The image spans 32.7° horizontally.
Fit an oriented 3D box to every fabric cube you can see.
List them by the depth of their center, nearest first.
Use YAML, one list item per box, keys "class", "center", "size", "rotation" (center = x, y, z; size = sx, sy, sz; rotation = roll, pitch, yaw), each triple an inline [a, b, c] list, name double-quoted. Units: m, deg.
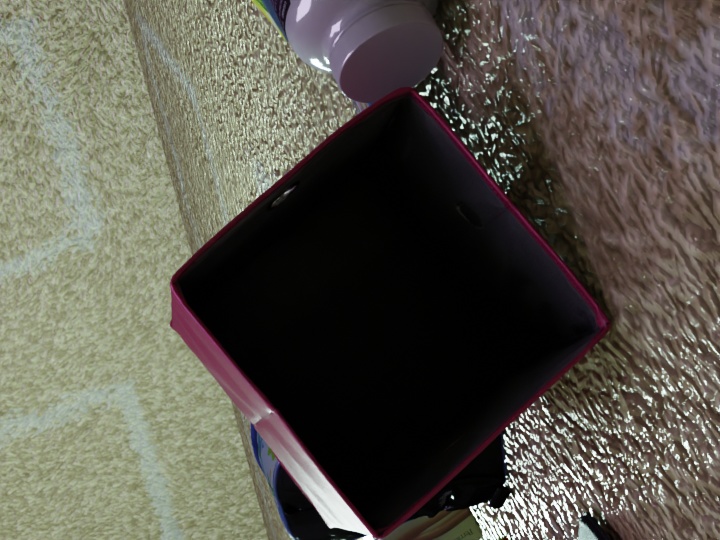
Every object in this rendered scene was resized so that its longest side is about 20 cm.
- class: "fabric cube"
  center: [0.006, 0.035, 0.808]
  size: [0.201, 0.196, 0.199]
  rotation: [50, 168, 1]

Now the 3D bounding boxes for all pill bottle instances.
- class: "pill bottle"
  center: [-0.016, -0.217, 0.851]
  size: [0.113, 0.111, 0.202]
  rotation: [95, 154, -61]

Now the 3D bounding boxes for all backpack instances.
- class: "backpack"
  center: [0.008, 0.129, 1.029]
  size: [0.147, 0.198, 0.185]
  rotation: [-122, 18, -47]

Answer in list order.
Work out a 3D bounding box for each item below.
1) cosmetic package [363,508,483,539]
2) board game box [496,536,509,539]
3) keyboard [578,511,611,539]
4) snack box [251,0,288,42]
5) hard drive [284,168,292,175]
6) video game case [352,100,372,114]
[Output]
- class: "cosmetic package"
  center: [0.024, 0.188, 1.185]
  size: [0.202, 0.103, 0.087]
  rotation: [61, 170, -10]
- class: "board game box"
  center: [0.148, 0.349, 1.078]
  size: [0.102, 0.047, 0.202]
  rotation: [-144, 38, -69]
- class: "keyboard"
  center: [0.197, 0.264, 0.816]
  size: [0.200, 0.020, 0.128]
  rotation: [-125, 27, -55]
- class: "snack box"
  center: [-0.111, -0.321, 1.111]
  size: [0.169, 0.067, 0.200]
  rotation: [56, 178, -37]
- class: "hard drive"
  center: [0.000, 0.000, 1.154]
  size: [0.200, 0.027, 0.133]
  rotation: [39, 147, 41]
- class: "video game case"
  center: [0.017, -0.108, 0.969]
  size: [0.200, 0.018, 0.144]
  rotation: [66, 179, -63]
